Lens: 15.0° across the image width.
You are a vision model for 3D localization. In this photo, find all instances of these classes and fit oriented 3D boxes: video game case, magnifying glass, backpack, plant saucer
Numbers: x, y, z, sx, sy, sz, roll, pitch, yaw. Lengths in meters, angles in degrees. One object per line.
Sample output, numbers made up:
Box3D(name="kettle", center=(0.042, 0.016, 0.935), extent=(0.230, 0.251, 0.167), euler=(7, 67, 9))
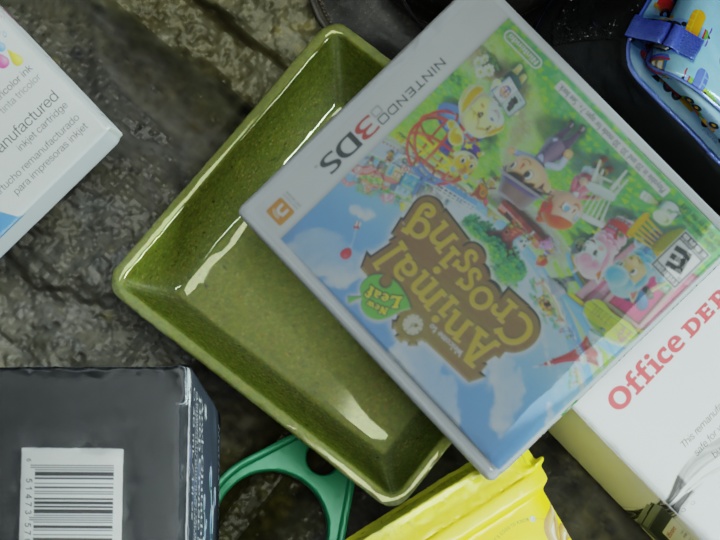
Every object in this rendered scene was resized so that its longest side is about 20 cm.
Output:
Box3D(name="video game case", center=(0.066, -0.023, 1.436), extent=(0.182, 0.022, 0.200), euler=(-44, 78, 2))
Box3D(name="magnifying glass", center=(-0.017, 0.097, 1.498), extent=(0.080, 0.022, 0.200), euler=(37, 78, -2))
Box3D(name="backpack", center=(0.211, -0.143, 1.506), extent=(0.183, 0.134, 0.200), euler=(44, 65, -28))
Box3D(name="plant saucer", center=(0.000, 0.000, 1.489), extent=(0.200, 0.048, 0.200), euler=(38, 75, 8))

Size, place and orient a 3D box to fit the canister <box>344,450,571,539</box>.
Box3D(name="canister", center=(0.074, 0.212, 1.452), extent=(0.148, 0.087, 0.200), euler=(-29, 88, -28))

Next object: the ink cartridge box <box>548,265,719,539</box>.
Box3D(name="ink cartridge box", center=(0.218, 0.095, 1.506), extent=(0.200, 0.084, 0.145), euler=(46, 76, -1))

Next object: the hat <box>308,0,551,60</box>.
Box3D(name="hat", center=(0.066, -0.193, 1.529), extent=(0.200, 0.081, 0.201), euler=(2, 79, -10))

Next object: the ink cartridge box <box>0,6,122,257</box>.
Box3D(name="ink cartridge box", center=(-0.248, -0.095, 1.443), extent=(0.145, 0.085, 0.200), euler=(-44, 89, -1))

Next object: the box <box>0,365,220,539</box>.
Box3D(name="box", center=(-0.129, 0.133, 1.371), extent=(0.107, 0.200, 0.149), euler=(0, 81, 1))
